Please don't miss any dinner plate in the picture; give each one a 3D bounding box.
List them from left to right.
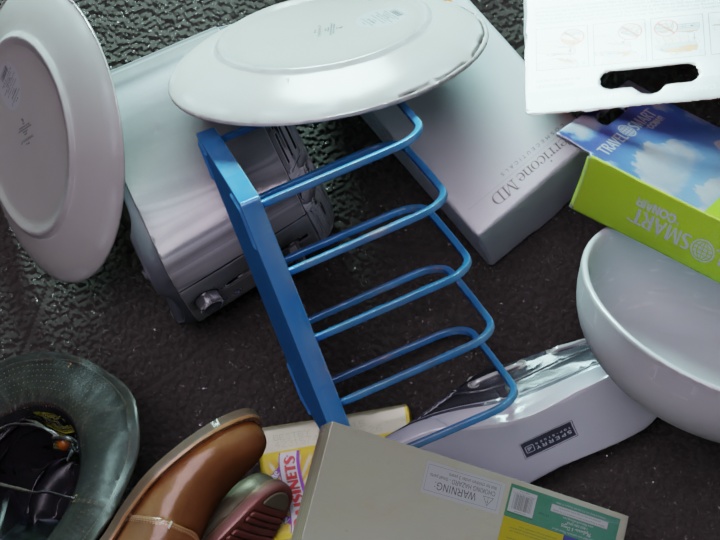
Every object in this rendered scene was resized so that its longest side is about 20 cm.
[{"bbox_3d":[-0.210,-0.090,1.666,0.024,0.200,0.200,-9,67,-32],"label":"dinner plate"},{"bbox_3d":[-0.022,-0.139,1.569,0.200,0.200,0.024,-5,116,10],"label":"dinner plate"}]

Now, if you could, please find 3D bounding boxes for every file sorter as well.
[{"bbox_3d":[0.000,0.000,1.557,0.123,0.139,0.200,-24,114,-6],"label":"file sorter"}]

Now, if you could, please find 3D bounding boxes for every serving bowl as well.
[{"bbox_3d":[0.221,0.047,1.555,0.200,0.200,0.066,30,123,18],"label":"serving bowl"}]

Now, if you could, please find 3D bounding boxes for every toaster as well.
[{"bbox_3d":[-0.104,-0.073,1.673,0.129,0.114,0.200,-26,67,-1],"label":"toaster"}]

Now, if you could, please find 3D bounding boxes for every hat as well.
[{"bbox_3d":[-0.212,0.155,1.634,0.201,0.081,0.201,-15,50,18],"label":"hat"}]

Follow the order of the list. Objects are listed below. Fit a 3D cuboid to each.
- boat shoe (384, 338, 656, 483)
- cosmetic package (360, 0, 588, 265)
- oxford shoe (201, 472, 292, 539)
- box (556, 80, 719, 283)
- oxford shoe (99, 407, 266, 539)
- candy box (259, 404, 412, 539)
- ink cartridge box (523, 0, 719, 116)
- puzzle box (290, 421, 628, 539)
[{"bbox_3d":[0.090,0.092,1.607,0.200,0.072,0.068,-23,35,1],"label":"boat shoe"},{"bbox_3d":[0.057,-0.114,1.673,0.101,0.071,0.200,-40,71,-2],"label":"cosmetic package"},{"bbox_3d":[-0.131,0.187,1.613,0.200,0.071,0.074,-41,62,6],"label":"oxford shoe"},{"bbox_3d":[0.225,-0.042,1.589,0.200,0.122,0.048,28,122,17],"label":"box"},{"bbox_3d":[-0.118,0.171,1.541,0.071,0.071,0.200,39,85,25],"label":"oxford shoe"},{"bbox_3d":[-0.004,0.191,1.618,0.102,0.026,0.200,-10,72,8],"label":"candy box"},{"bbox_3d":[0.186,-0.170,1.643,0.161,0.050,0.200,-5,54,9],"label":"ink cartridge box"},{"bbox_3d":[0.054,0.182,1.507,0.200,0.025,0.133,19,74,-15],"label":"puzzle box"}]
